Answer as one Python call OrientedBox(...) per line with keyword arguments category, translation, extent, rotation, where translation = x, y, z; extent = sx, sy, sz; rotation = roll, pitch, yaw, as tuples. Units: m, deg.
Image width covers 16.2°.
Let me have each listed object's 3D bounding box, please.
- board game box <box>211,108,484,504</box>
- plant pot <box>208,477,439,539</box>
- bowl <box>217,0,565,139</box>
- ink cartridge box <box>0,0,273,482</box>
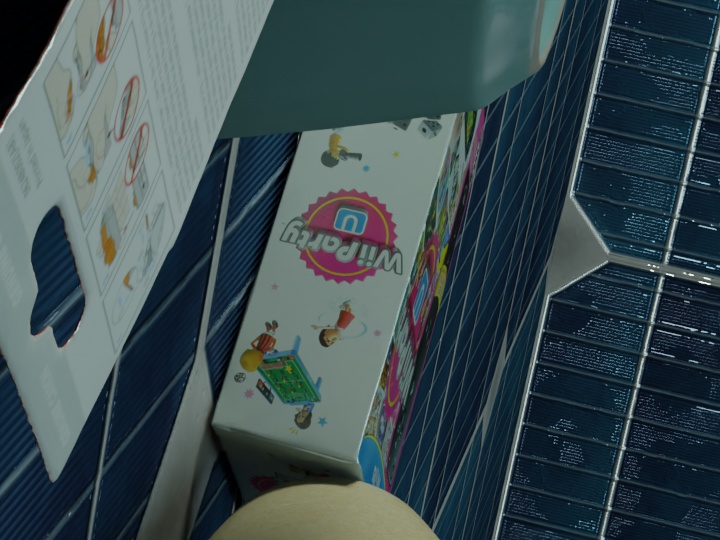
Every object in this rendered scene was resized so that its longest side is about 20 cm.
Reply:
OrientedBox(category="board game box", translation=(0.000, 0.000, 1.057), extent=(0.148, 0.064, 0.200), rotation=(81, 24, -70))
OrientedBox(category="plant pot", translation=(-0.015, 0.167, 0.907), extent=(0.200, 0.187, 0.187), rotation=(-92, -170, -62))
OrientedBox(category="bowl", translation=(0.019, -0.129, 0.810), extent=(0.201, 0.105, 0.201), rotation=(14, 90, -83))
OrientedBox(category="ink cartridge box", translation=(-0.059, -0.070, 0.586), extent=(0.160, 0.047, 0.200), rotation=(87, 23, -66))
